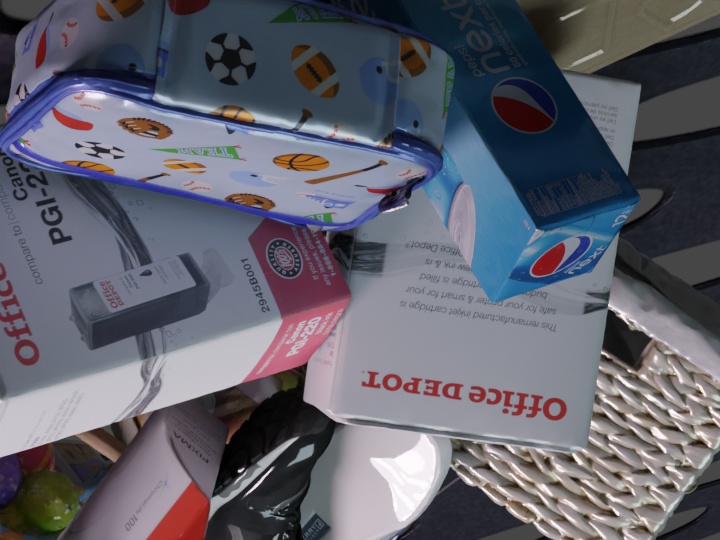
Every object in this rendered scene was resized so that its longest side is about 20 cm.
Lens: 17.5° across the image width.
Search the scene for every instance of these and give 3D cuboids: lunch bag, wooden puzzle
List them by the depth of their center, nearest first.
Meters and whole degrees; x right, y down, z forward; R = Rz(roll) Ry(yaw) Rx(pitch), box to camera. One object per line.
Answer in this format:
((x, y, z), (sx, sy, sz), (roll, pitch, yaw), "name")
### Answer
((-0.061, -0.073, 1.095), (0.200, 0.076, 0.160), (14, 161, -22), "lunch bag")
((0.140, -0.172, 1.284), (0.200, 0.046, 0.185), (-21, 156, -8), "wooden puzzle")

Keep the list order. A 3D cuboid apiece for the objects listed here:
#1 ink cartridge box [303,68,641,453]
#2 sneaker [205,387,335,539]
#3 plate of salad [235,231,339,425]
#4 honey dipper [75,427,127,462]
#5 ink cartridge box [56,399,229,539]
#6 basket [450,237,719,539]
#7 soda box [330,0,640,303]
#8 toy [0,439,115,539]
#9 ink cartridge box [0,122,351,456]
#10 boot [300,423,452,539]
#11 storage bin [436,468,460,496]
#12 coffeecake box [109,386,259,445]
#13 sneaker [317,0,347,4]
((0.057, -0.012, 1.251), (0.146, 0.200, 0.084), (9, 180, -13), "ink cartridge box")
((-0.055, 0.145, 1.353), (0.200, 0.088, 0.076), (-46, -168, 40), "sneaker")
((0.000, 0.000, 1.327), (0.200, 0.048, 0.200), (-4, 110, -10), "plate of salad")
((-0.140, 0.110, 1.397), (0.200, 0.038, 0.038), (37, 119, -22), "honey dipper")
((-0.141, 0.162, 1.281), (0.163, 0.057, 0.200), (-52, -177, 11), "ink cartridge box")
((0.137, 0.063, 1.460), (0.161, 0.198, 0.200), (-58, 174, 11), "basket")
((0.052, -0.088, 1.147), (0.064, 0.200, 0.068), (-16, 154, -28), "soda box")
((-0.198, 0.130, 1.440), (0.200, 0.115, 0.047), (8, 121, -54), "toy")
((-0.127, -0.005, 1.177), (0.200, 0.146, 0.085), (-17, 161, -27), "ink cartridge box")
((0.003, 0.127, 1.394), (0.200, 0.073, 0.090), (-44, 174, 40), "boot")
((0.004, 0.102, 1.632), (0.135, 0.094, 0.200), (-39, 155, 21), "storage bin")
((-0.057, 0.035, 1.443), (0.200, 0.073, 0.154), (-20, 157, -19), "coffeecake box")
((-0.025, -0.178, 1.023), (0.115, 0.081, 0.199), (-11, 153, -41), "sneaker")
